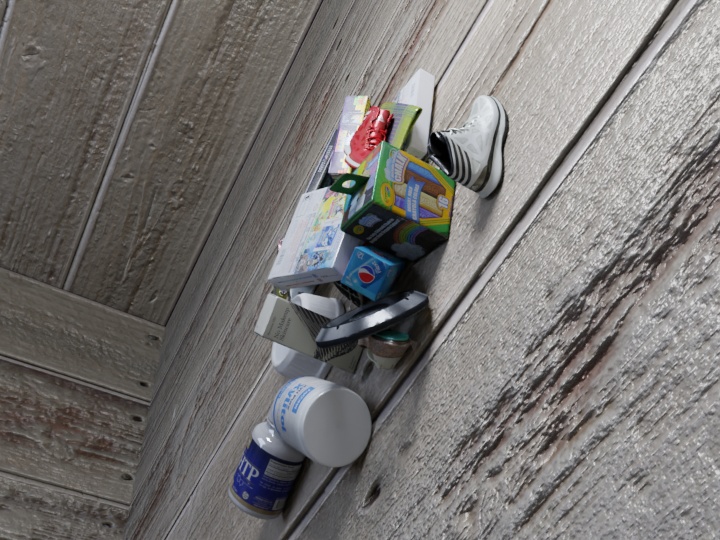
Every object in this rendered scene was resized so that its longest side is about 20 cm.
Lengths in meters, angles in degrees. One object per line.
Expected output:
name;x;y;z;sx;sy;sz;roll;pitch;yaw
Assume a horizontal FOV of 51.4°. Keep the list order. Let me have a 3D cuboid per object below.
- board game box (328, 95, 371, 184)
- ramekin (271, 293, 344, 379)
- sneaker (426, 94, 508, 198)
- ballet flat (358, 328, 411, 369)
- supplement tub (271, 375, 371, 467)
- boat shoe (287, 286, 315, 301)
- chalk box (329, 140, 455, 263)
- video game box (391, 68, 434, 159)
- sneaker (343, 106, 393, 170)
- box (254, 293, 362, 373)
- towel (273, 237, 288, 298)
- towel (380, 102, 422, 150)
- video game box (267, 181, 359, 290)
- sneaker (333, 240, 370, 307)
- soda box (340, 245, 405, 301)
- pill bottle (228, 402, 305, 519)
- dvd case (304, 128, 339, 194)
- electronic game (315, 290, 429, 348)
board game box;-0.009;-0.247;1.631;0.166;0.055;0.205;65;-147;-59
ramekin;-0.118;0.144;1.596;0.203;0.092;0.205;-53;25;38
sneaker;0.167;-0.219;1.181;0.076;0.113;0.204;-44;31;48
ballet flat;0.039;0.128;1.267;0.200;0.066;0.069;-153;66;-75
supplement tub;-0.073;0.259;1.310;0.199;0.129;0.135;-8;62;68
boat shoe;-0.139;0.065;1.770;0.068;0.071;0.204;113;156;-60
chalk box;0.046;-0.122;1.277;0.124;0.196;0.127;-34;37;54
video game box;0.083;-0.280;1.545;0.182;0.046;0.204;-37;37;52
sneaker;0.021;-0.251;1.424;0.118;0.077;0.201;-64;23;16
box;-0.093;0.118;1.400;0.068;0.196;0.084;9;77;68
towel;-0.183;0.036;1.718;0.201;0.022;0.147;107;160;-58
towel;0.056;-0.262;1.481;0.147;0.022;0.200;-68;21;4
video game box;-0.069;-0.068;1.378;0.180;0.047;0.204;-12;50;46
sneaker;0.000;0.000;1.438;0.085;0.077;0.201;-43;-18;-23
soda box;0.026;0.001;1.276;0.065;0.067;0.200;-65;-9;7
pill bottle;-0.172;0.370;1.477;0.204;0.117;0.120;-66;20;6
dvd case;-0.065;-0.180;1.616;0.152;0.024;0.203;77;-152;-49
electronic game;0.019;0.080;1.209;0.199;0.196;0.043;-12;101;66
